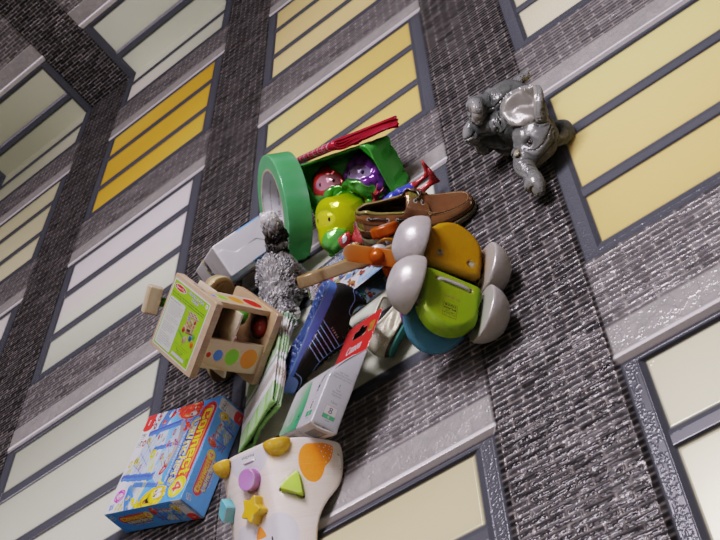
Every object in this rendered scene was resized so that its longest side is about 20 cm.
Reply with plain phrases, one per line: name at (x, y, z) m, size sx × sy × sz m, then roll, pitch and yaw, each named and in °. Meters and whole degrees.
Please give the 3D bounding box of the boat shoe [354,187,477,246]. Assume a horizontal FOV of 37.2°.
boat shoe at (0.088, -0.095, 1.728) m, size 0.197 × 0.069 × 0.072 m, roll -18°, pitch 31°, yaw 4°

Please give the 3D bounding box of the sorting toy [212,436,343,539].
sorting toy at (-0.123, 0.342, 1.481) m, size 0.199 × 0.106 × 0.182 m, roll -28°, pitch 52°, yaw 27°

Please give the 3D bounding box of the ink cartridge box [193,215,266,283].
ink cartridge box at (-0.239, -0.019, 2.026) m, size 0.115 × 0.068 × 0.200 m, roll -36°, pitch -1°, yaw -24°

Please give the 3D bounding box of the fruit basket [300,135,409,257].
fruit basket at (-0.031, -0.131, 1.917) m, size 0.214 × 0.157 × 0.216 m, roll -27°, pitch 17°, yaw 9°

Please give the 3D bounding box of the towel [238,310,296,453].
towel at (-0.148, 0.181, 1.722) m, size 0.201 × 0.030 × 0.150 m, roll -86°, pitch 22°, yaw -48°

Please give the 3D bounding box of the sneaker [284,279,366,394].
sneaker at (-0.060, 0.115, 1.702) m, size 0.202 × 0.077 × 0.070 m, roll -64°, pitch 15°, yaw 11°

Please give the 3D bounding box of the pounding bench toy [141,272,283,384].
pounding bench toy at (-0.245, 0.082, 1.734) m, size 0.199 × 0.155 × 0.126 m, roll 31°, pitch 102°, yaw 44°

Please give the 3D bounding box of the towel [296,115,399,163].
towel at (-0.027, -0.231, 1.935) m, size 0.143 × 0.023 × 0.200 m, roll -24°, pitch 6°, yaw -23°

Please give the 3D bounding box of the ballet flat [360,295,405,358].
ballet flat at (0.068, 0.039, 1.622) m, size 0.062 × 0.068 × 0.201 m, roll 29°, pitch 71°, yaw 18°

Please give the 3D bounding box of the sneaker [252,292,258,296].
sneaker at (-0.219, 0.062, 1.941) m, size 0.078 × 0.090 × 0.200 m, roll -47°, pitch 27°, yaw -7°

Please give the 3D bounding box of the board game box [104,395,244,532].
board game box at (-0.304, 0.317, 1.754) m, size 0.194 × 0.056 × 0.201 m, roll -20°, pitch 37°, yaw 37°

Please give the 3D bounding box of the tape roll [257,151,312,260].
tape roll at (-0.141, -0.116, 1.976) m, size 0.048 × 0.203 × 0.200 m, roll -11°, pitch 22°, yaw -19°

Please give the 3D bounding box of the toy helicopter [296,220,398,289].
toy helicopter at (-0.002, -0.011, 1.638) m, size 0.198 × 0.080 × 0.132 m, roll -20°, pitch 6°, yaw -13°

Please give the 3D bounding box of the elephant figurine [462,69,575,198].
elephant figurine at (0.267, -0.219, 1.684) m, size 0.140 × 0.157 × 0.199 m, roll -10°, pitch 24°, yaw -34°

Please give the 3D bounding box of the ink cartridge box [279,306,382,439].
ink cartridge box at (-0.044, 0.152, 1.567) m, size 0.161 × 0.050 × 0.202 m, roll -38°, pitch 29°, yaw 65°

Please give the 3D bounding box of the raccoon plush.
raccoon plush at (-0.157, 0.015, 1.835) m, size 0.096 × 0.202 × 0.134 m, roll -19°, pitch 22°, yaw 14°

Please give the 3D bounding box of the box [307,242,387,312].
box at (0.000, 0.000, 1.799) m, size 0.199 × 0.038 × 0.137 m, roll -38°, pitch 30°, yaw 11°

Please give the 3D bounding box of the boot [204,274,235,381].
boot at (-0.274, 0.074, 1.880) m, size 0.072 × 0.202 × 0.155 m, roll -17°, pitch 35°, yaw -28°

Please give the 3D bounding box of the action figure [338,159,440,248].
action figure at (0.041, -0.106, 1.802) m, size 0.200 × 0.052 × 0.066 m, roll -42°, pitch 32°, yaw 7°

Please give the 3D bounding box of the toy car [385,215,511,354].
toy car at (0.113, 0.033, 1.514) m, size 0.201 × 0.173 × 0.151 m, roll -81°, pitch 15°, yaw -47°
